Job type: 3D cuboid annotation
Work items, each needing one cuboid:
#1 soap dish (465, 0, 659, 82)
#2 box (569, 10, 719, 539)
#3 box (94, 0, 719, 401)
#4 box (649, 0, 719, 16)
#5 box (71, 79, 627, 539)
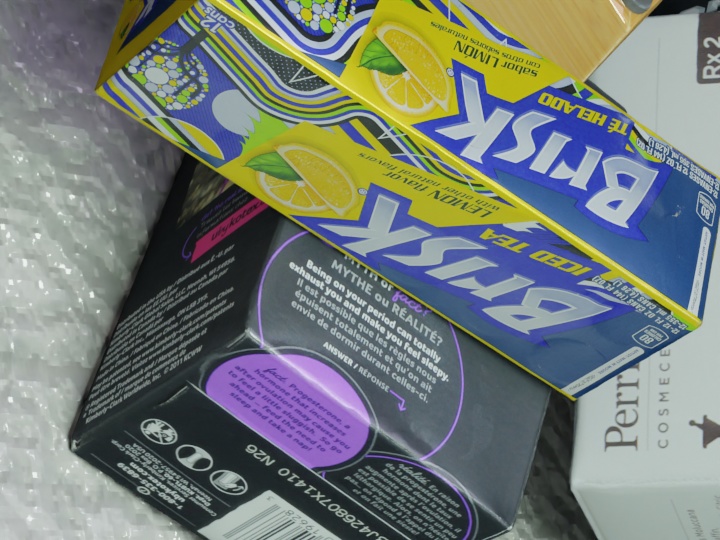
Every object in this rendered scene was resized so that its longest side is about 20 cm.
[{"bbox_3d":[0.071,-0.161,1.012,0.157,0.081,0.200,55,44,-11],"label":"soap dish"},{"bbox_3d":[0.165,0.029,1.121,0.200,0.130,0.199,58,32,-60],"label":"box"},{"bbox_3d":[0.020,-0.041,0.918,0.200,0.070,0.064,32,50,-21],"label":"box"},{"bbox_3d":[0.212,-0.112,1.245,0.046,0.200,0.159,32,51,-44],"label":"box"},{"bbox_3d":[0.000,0.000,1.005,0.122,0.106,0.200,38,47,-20],"label":"box"}]
